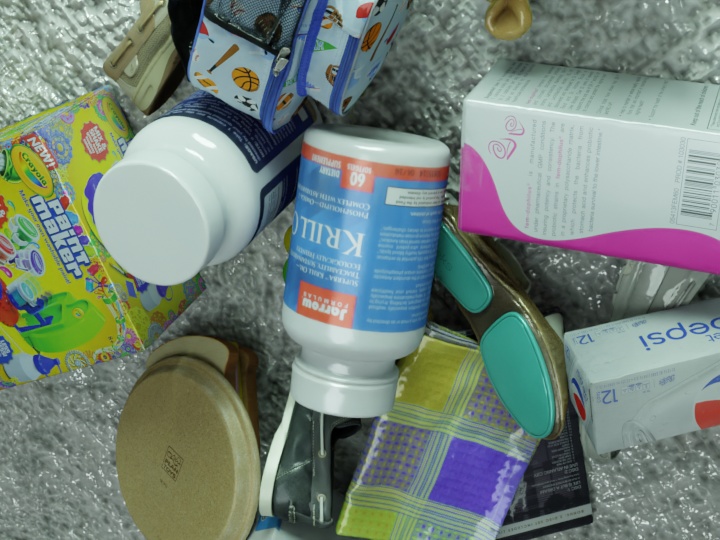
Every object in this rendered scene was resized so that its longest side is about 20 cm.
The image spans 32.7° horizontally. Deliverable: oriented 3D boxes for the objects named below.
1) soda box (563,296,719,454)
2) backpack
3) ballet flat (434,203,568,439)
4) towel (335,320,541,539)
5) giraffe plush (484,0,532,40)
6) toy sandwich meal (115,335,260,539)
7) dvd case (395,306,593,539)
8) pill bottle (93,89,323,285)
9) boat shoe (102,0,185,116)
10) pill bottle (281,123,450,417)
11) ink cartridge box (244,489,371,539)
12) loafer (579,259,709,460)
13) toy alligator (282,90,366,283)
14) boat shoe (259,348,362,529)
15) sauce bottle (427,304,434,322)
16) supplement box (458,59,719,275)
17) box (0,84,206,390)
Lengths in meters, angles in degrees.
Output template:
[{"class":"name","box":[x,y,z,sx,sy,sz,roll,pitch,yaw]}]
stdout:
[{"class":"soda box","box":[0.249,0.066,0.873,0.196,0.069,0.064,-13,119,-3]},{"class":"backpack","box":[-0.040,-0.197,0.860,0.153,0.200,0.191,38,136,2]},{"class":"ballet flat","box":[0.114,0.031,0.945,0.202,0.072,0.068,57,135,14]},{"class":"towel","box":[0.074,0.146,0.993,0.142,0.023,0.203,19,106,-14]},{"class":"giraffe plush","box":[0.117,-0.246,0.797,0.161,0.175,0.199,-18,142,40]},{"class":"toy sandwich meal","box":[-0.144,0.161,1.099,0.203,0.070,0.209,3,94,40]},{"class":"dvd case","box":[0.110,0.139,1.016,0.146,0.016,0.203,-14,111,-2]},{"class":"pill bottle","box":[-0.112,-0.074,0.931,0.114,0.200,0.118,9,118,18]},{"class":"boat shoe","box":[-0.145,-0.210,0.955,0.064,0.071,0.200,39,125,-1]},{"class":"pill bottle","box":[0.000,0.000,0.909,0.110,0.112,0.204,11,103,17]},{"class":"ink cartridge box","box":[-0.066,0.309,1.066,0.144,0.148,0.200,32,124,-13]},{"class":"loafer","box":[0.218,0.065,0.938,0.069,0.070,0.203,23,121,21]},{"class":"toy alligator","box":[-0.011,-0.065,0.974,0.054,0.059,0.202,29,116,15]},{"class":"boat shoe","box":[-0.026,0.111,1.017,0.066,0.203,0.072,11,163,13]},{"class":"sauce bottle","box":[0.039,0.081,1.028,0.064,0.065,0.203,-3,115,24]},{"class":"supplement box","box":[0.176,-0.077,0.866,0.197,0.104,0.103,10,120,17]},{"class":"box","box":[-0.273,-0.025,1.074,0.190,0.122,0.202,-16,108,28]}]
